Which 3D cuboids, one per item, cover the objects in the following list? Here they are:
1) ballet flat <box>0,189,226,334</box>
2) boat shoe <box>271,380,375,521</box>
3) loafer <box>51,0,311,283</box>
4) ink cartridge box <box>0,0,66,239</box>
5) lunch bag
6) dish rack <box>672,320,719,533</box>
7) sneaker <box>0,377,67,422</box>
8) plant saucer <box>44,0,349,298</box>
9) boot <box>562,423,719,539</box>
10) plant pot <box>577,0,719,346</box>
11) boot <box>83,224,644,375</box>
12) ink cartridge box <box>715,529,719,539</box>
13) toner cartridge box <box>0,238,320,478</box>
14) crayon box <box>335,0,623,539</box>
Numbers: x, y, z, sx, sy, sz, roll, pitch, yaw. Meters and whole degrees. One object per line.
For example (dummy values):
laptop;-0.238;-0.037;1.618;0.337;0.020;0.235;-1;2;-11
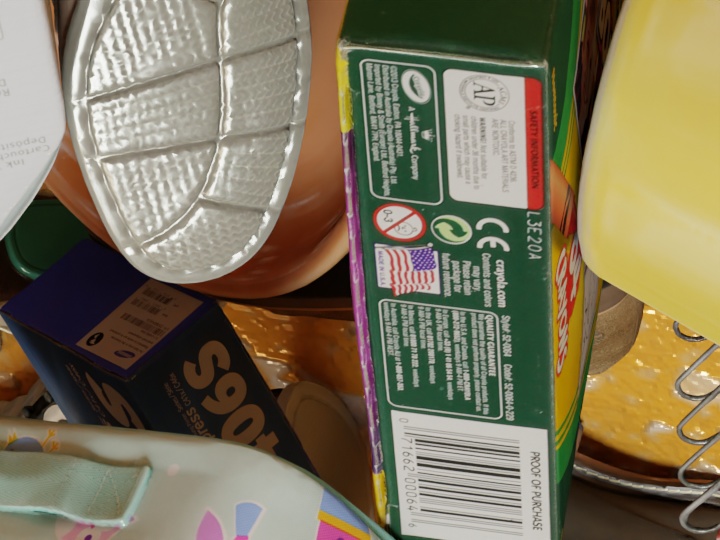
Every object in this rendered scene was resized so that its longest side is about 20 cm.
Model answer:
ballet flat;-0.142;-0.003;0.991;0.199;0.070;0.069;12;150;-28
boat shoe;-0.022;0.113;1.111;0.060;0.074;0.200;3;146;19
loafer;-0.058;-0.097;0.788;0.072;0.063;0.201;-12;116;-11
ink cartridge box;-0.110;-0.082;0.807;0.057;0.163;0.200;-12;144;-1
lunch bag;-0.071;0.107;0.860;0.200;0.077;0.160;0;148;39
dish rack;0.150;0.058;0.834;0.153;0.200;0.055;28;132;-25
sneaker;-0.119;0.088;1.135;0.090;0.067;0.200;40;138;-15
plant saucer;-0.057;-0.088;0.866;0.200;0.037;0.201;27;133;34
boot;0.098;0.122;1.030;0.200;0.097;0.075;24;143;1
plant pot;0.165;-0.033;0.731;0.188;0.201;0.201;19;142;15
boot;0.000;0.000;0.969;0.199;0.074;0.076;10;150;16
ink cartridge box;0.212;0.102;0.934;0.200;0.109;0.050;26;142;-1
toner cartridge box;-0.043;0.087;0.973;0.095;0.043;0.200;25;149;55
crayon box;0.041;-0.049;0.793;0.058;0.173;0.200;6;140;10
